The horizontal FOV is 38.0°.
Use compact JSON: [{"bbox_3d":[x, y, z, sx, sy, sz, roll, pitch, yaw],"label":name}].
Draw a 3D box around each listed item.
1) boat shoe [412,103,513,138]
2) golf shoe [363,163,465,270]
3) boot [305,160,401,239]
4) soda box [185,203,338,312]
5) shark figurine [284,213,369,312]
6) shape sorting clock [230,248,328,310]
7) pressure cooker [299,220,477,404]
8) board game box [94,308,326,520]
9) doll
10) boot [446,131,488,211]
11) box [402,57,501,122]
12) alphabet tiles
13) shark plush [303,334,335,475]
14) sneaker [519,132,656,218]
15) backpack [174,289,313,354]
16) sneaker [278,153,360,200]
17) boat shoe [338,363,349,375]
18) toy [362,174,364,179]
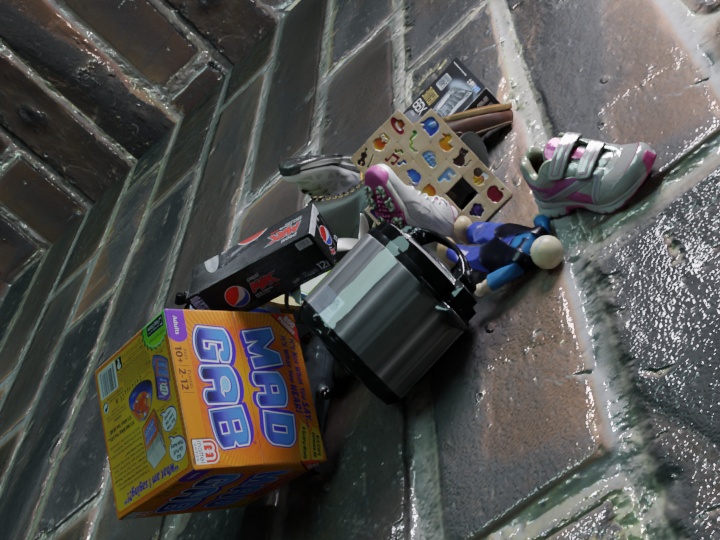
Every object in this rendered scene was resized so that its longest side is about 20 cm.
[{"bbox_3d":[0.141,-0.205,1.597,0.197,0.072,0.070,-12,4,16],"label":"boat shoe"},{"bbox_3d":[0.075,-0.076,1.383,0.092,0.201,0.075,-47,36,-16],"label":"golf shoe"},{"bbox_3d":[-0.010,-0.116,1.519,0.078,0.136,0.203,54,-130,-72],"label":"boot"},{"bbox_3d":[-0.127,-0.003,1.344,0.198,0.064,0.071,-26,32,20],"label":"soda box"},{"bbox_3d":[-0.014,-0.013,1.394,0.089,0.212,0.131,-1,91,48],"label":"shark figurine"},{"bbox_3d":[-0.103,0.007,1.490,0.201,0.197,0.040,-99,22,-61],"label":"shape sorting clock"},{"bbox_3d":[0.045,0.039,1.271,0.200,0.176,0.179,-47,-8,-2],"label":"pressure cooker"},{"bbox_3d":[-0.196,0.185,1.338,0.199,0.198,0.203,-36,60,42],"label":"board game box"},{"bbox_3d":[0.178,-0.024,1.301,0.137,0.049,0.199,-51,28,-19],"label":"doll"},{"bbox_3d":[0.093,-0.112,1.565,0.173,0.069,0.202,-12,45,54],"label":"boot"},{"bbox_3d":[0.142,-0.256,1.725,0.158,0.050,0.201,-44,24,12],"label":"box"},{"bbox_3d":[0.085,-0.119,1.459,0.167,0.200,0.008,-44,-10,8],"label":"alphabet tiles"},{"bbox_3d":[-0.068,0.170,1.385,0.083,0.090,0.202,-45,24,44],"label":"shark plush"},{"bbox_3d":[0.262,-0.120,1.249,0.199,0.088,0.082,-12,42,55],"label":"sneaker"},{"bbox_3d":[-0.152,0.091,1.557,0.189,0.201,0.155,-32,35,8],"label":"backpack"},{"bbox_3d":[-0.052,-0.117,1.580,0.075,0.118,0.200,-1,6,29],"label":"sneaker"},{"bbox_3d":[-0.024,0.075,1.491,0.071,0.064,0.201,-42,24,15],"label":"boat shoe"},{"bbox_3d":[0.027,-0.138,1.676,0.046,0.116,0.202,11,47,12],"label":"toy"}]
